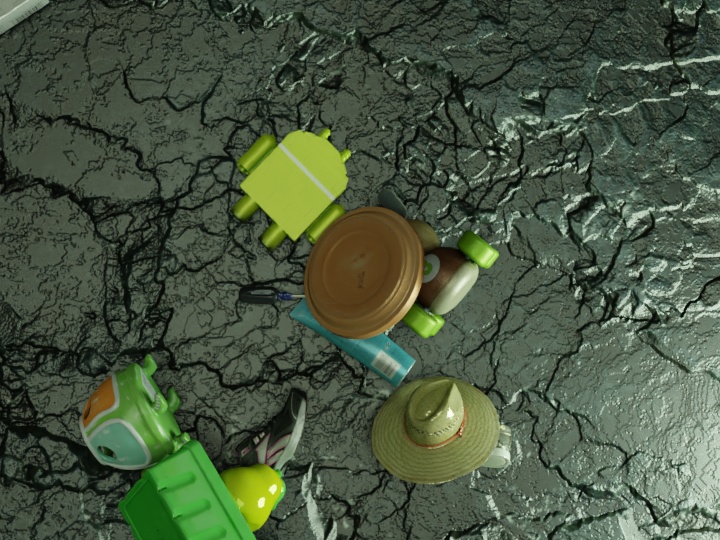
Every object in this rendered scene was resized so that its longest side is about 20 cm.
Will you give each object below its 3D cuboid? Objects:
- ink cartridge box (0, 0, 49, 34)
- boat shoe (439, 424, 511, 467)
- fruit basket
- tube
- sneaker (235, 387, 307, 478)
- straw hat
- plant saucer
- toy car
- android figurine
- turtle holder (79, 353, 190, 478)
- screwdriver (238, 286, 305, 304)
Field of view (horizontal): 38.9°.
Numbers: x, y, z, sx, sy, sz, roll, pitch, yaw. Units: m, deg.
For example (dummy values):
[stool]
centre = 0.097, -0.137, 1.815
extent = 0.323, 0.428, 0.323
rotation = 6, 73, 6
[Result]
[ink cartridge box]
centre = -0.594, -0.449, 1.540
extent = 0.160, 0.050, 0.201
rotation = -34, 86, -6
[boat shoe]
centre = 0.132, 0.253, 1.563
extent = 0.199, 0.072, 0.061
rotation = 10, 60, 5
[fruit basket]
centre = -0.207, 0.345, 1.441
extent = 0.215, 0.216, 0.156
rotation = 41, 118, -2
[tube]
centre = -0.008, 0.099, 1.568
extent = 0.199, 0.050, 0.078
rotation = 38, 75, 3
[sneaker]
centre = -0.142, 0.268, 1.530
extent = 0.086, 0.080, 0.202
rotation = 22, 85, -2
[straw hat]
centre = 0.109, 0.209, 1.497
extent = 0.198, 0.086, 0.202
rotation = -4, 45, 4
[plant saucer]
centre = 0.000, 0.000, 1.499
extent = 0.198, 0.032, 0.203
rotation = -11, 67, 28
[toy car]
centre = 0.080, -0.026, 1.538
extent = 0.200, 0.158, 0.165
rotation = 40, 96, 10
[android figurine]
centre = -0.101, -0.131, 1.570
extent = 0.182, 0.041, 0.200
rotation = 43, 85, -2
[turtle holder]
centre = -0.328, 0.228, 1.498
extent = 0.131, 0.186, 0.142
rotation = -28, 58, -4
[screwdriver]
centre = -0.089, 0.041, 1.558
extent = 0.197, 0.028, 0.029
rotation = 4, 44, 5
